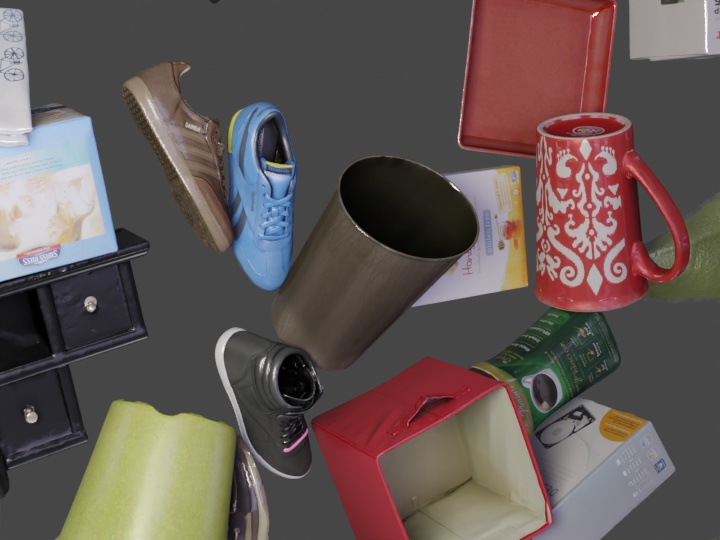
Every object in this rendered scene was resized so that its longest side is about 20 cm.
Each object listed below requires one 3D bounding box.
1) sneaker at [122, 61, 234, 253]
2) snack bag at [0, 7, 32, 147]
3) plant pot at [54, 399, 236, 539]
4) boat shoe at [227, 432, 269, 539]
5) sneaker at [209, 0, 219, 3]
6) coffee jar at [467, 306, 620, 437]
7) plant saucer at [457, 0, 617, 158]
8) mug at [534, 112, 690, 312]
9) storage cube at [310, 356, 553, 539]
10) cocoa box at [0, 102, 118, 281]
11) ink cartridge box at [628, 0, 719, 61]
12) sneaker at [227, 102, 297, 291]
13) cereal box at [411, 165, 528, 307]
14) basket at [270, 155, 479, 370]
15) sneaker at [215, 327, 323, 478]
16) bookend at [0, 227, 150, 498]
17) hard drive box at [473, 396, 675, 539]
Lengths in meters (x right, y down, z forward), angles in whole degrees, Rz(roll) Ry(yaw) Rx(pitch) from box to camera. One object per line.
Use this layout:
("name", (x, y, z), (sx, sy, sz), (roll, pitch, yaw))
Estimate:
("sneaker", (-0.164, -0.117, 1.225), (0.075, 0.070, 0.201), (-32, 109, -20))
("snack bag", (-0.394, -0.179, 1.058), (0.198, 0.189, 0.021), (0, 136, -18))
("plant pot", (-0.206, 0.232, 1.194), (0.199, 0.200, 0.186), (18, 77, -26))
("boat shoe", (-0.137, 0.276, 1.282), (0.073, 0.074, 0.202), (-9, 94, -19))
("sneaker", (-0.136, -0.320, 1.227), (0.198, 0.078, 0.091), (-1, 115, -22))
("coffee jar", (0.207, 0.124, 1.423), (0.199, 0.085, 0.105), (-34, 112, -19))
("plant saucer", (0.201, -0.232, 1.407), (0.199, 0.037, 0.201), (4, 94, -27))
("mug", (0.282, -0.072, 1.378), (0.176, 0.134, 0.202), (-3, 111, 10))
("storage cube", (0.076, 0.217, 1.319), (0.170, 0.179, 0.201), (-27, 106, -20))
("cocoa box", (-0.343, -0.065, 1.106), (0.199, 0.131, 0.134), (-16, 108, -23))
("ink cartridge box", (0.419, -0.356, 1.436), (0.146, 0.146, 0.202), (-7, 100, -24))
("sneaker", (-0.098, -0.074, 1.259), (0.065, 0.078, 0.202), (-8, 101, -26))
("cereal box", (0.096, -0.038, 1.376), (0.199, 0.039, 0.145), (-10, 100, -24))
("basket", (0.000, 0.000, 1.236), (0.180, 0.200, 0.136), (-9, 57, -46))
("sneaker", (-0.077, 0.153, 1.267), (0.071, 0.099, 0.201), (-43, 126, -33))
("bookend", (-0.291, 0.085, 1.169), (0.197, 0.092, 0.202), (-17, 108, -25))
("hard drive box", (0.242, 0.250, 1.416), (0.200, 0.156, 0.077), (-38, 110, -18))
